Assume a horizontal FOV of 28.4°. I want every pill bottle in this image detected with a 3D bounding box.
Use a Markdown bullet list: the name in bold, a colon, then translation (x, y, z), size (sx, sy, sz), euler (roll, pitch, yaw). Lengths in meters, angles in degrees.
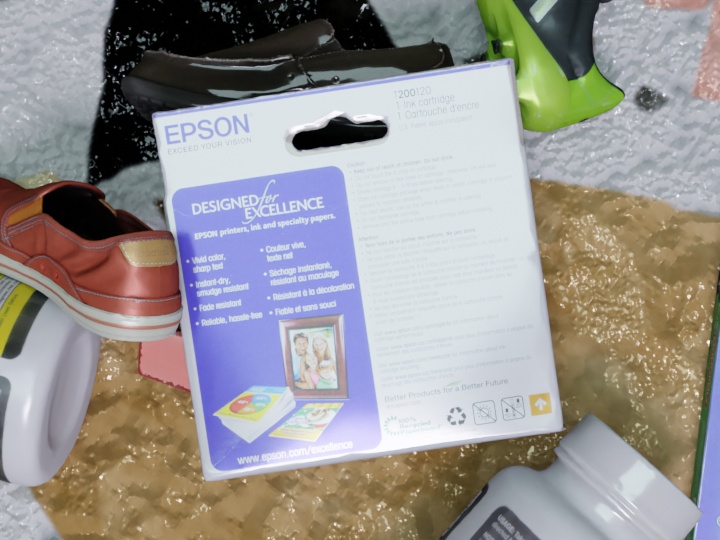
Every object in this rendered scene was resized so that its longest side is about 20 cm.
- **pill bottle**: translation (-0.256, 0.044, 0.794), size (0.199, 0.112, 0.113), euler (14, 88, 4)
- **pill bottle**: translation (0.087, 0.177, 0.765), size (0.111, 0.111, 0.200), euler (42, 90, 5)

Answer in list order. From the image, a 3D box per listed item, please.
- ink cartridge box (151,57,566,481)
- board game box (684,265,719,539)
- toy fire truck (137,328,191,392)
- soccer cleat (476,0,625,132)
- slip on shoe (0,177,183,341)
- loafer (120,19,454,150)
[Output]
- **ink cartridge box**: translation (0.000, 0.000, 0.765), size (0.197, 0.043, 0.201), euler (-8, 94, 1)
- **board game box**: translation (0.263, 0.068, 0.801), size (0.134, 0.029, 0.201), euler (7, 87, 3)
- **toy fire truck**: translation (-0.020, 0.006, 0.812), size (0.199, 0.049, 0.142), euler (6, 88, 3)
- **soccer cleat**: translation (0.099, -0.179, 0.813), size (0.081, 0.068, 0.201), euler (-10, 87, -14)
- **slip on shoe**: translation (-0.162, -0.023, 0.776), size (0.200, 0.074, 0.062), euler (26, 113, 43)
- **loafer**: translation (-0.036, -0.107, 0.815), size (0.199, 0.073, 0.072), euler (6, 78, -1)
